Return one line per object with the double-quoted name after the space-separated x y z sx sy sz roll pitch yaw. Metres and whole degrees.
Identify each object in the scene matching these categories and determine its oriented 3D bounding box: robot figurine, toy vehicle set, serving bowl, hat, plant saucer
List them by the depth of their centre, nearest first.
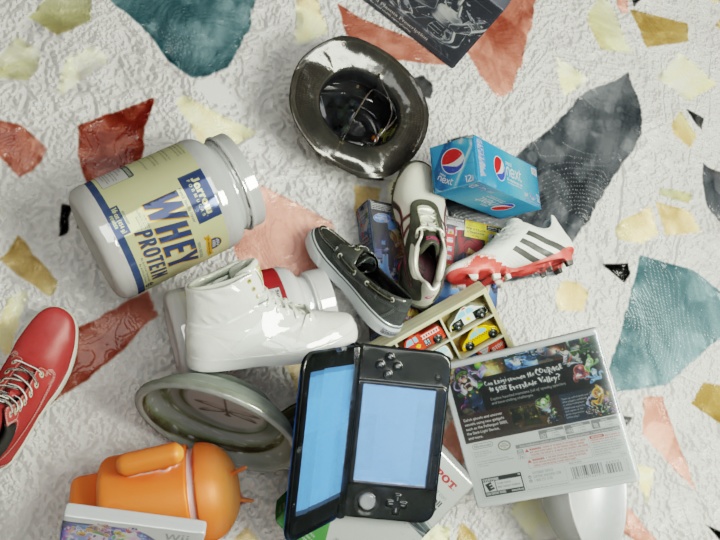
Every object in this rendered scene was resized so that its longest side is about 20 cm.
-0.223 0.260 0.918 0.199 0.117 0.145 -8 92 -7 "robot figurine"
-0.157 0.164 0.930 0.199 0.200 0.050 25 55 -10 "plant saucer"
0.093 0.115 1.035 0.199 0.027 0.125 -30 115 0 "toy vehicle set"
0.286 0.276 1.070 0.200 0.066 0.201 19 66 -51 "serving bowl"
-0.011 -0.216 1.111 0.200 0.081 0.202 2 85 -21 "hat"

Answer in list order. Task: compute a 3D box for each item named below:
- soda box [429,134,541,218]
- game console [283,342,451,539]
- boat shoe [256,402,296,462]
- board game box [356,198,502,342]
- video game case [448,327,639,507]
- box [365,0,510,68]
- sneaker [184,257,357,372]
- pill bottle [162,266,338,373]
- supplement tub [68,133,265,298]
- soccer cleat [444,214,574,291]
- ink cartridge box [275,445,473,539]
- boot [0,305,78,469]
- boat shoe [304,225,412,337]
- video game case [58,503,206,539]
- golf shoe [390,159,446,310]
0.173 -0.122 1.093 0.200 0.068 0.065 12 70 -54 "soda box"
0.012 0.187 0.877 0.170 0.118 0.201 6 94 -3 "game console"
-0.053 0.166 0.984 0.201 0.072 0.066 -37 94 12 "boat shoe"
0.084 0.024 1.096 0.199 0.062 0.201 11 76 -14 "board game box"
0.212 0.180 0.975 0.199 0.023 0.183 -17 86 22 "video game case"
0.109 -0.416 1.133 0.200 0.182 0.104 36 71 -6 "box"
-0.097 0.042 0.903 0.199 0.074 0.116 -7 111 -19 "sneaker"
-0.134 0.059 0.996 0.199 0.112 0.113 -13 82 -19 "pill bottle"
-0.230 -0.071 0.978 0.199 0.145 0.145 -28 87 -20 "supplement tub"
0.194 -0.025 1.076 0.199 0.069 0.086 -11 71 -21 "soccer cleat"
0.017 0.270 0.983 0.147 0.083 0.200 45 87 -2 "ink cartridge box"
-0.375 0.124 0.894 0.072 0.144 0.201 23 71 -9 "boot"
0.000 0.000 1.030 0.068 0.057 0.200 6 35 -47 "boat shoe"
-0.256 0.326 0.874 0.142 0.201 0.018 12 36 -13 "video game case"
0.085 -0.052 1.034 0.077 0.088 0.201 3 76 -14 "golf shoe"
